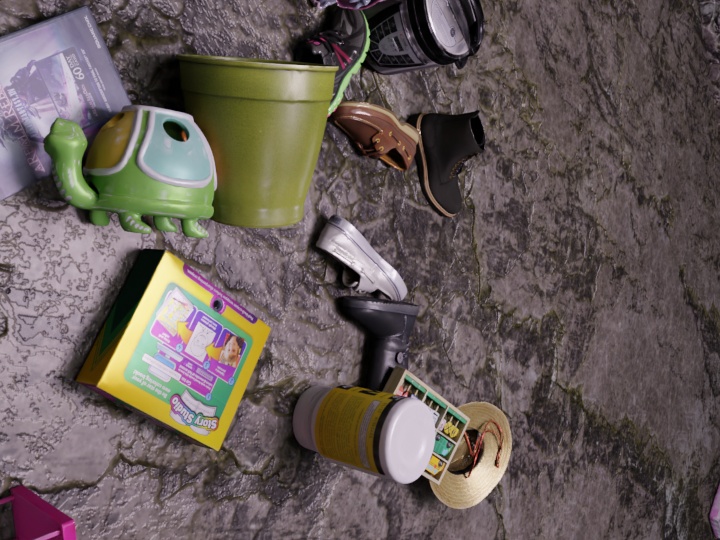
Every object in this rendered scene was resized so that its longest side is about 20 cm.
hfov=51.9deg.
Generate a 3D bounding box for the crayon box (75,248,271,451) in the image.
[{"bbox_3d":[-0.221,0.101,0.912,0.200,0.057,0.176,43,62,-41],"label":"crayon box"}]

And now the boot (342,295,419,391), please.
[{"bbox_3d":[0.023,0.150,1.202,0.162,0.065,0.205,9,92,-42],"label":"boot"}]

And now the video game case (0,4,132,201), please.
[{"bbox_3d":[-0.342,-0.181,0.790,0.200,0.019,0.146,-42,122,-41],"label":"video game case"}]

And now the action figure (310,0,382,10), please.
[{"bbox_3d":[-0.016,-0.456,1.058,0.202,0.145,0.136,-85,162,-56],"label":"action figure"}]

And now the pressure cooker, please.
[{"bbox_3d":[0.095,-0.406,1.150,0.174,0.197,0.184,-5,96,-50],"label":"pressure cooker"}]

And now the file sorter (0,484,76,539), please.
[{"bbox_3d":[-0.352,0.342,0.713,0.124,0.137,0.206,-10,99,-45],"label":"file sorter"}]

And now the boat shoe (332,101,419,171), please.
[{"bbox_3d":[0.027,-0.213,1.176,0.198,0.071,0.069,17,77,-51],"label":"boat shoe"}]

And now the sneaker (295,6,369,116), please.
[{"bbox_3d":[-0.046,-0.318,1.084,0.084,0.075,0.204,42,60,-45],"label":"sneaker"}]

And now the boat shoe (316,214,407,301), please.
[{"bbox_3d":[0.000,0.000,1.163,0.070,0.070,0.200,-53,131,-12],"label":"boat shoe"}]

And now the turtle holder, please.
[{"bbox_3d":[-0.249,-0.112,0.818,0.181,0.141,0.135,6,94,-18],"label":"turtle holder"}]

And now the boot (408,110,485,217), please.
[{"bbox_3d":[0.172,-0.183,1.296,0.078,0.136,0.202,-52,129,-34],"label":"boot"}]

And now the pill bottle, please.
[{"bbox_3d":[0.000,0.228,1.067,0.113,0.197,0.118,-4,95,-48],"label":"pill bottle"}]

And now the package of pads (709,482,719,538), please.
[{"bbox_3d":[1.387,0.900,2.802,0.201,0.074,0.122,-49,128,-36],"label":"package of pads"}]

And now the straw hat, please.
[{"bbox_3d":[0.179,0.328,1.362,0.197,0.084,0.207,-3,96,-31],"label":"straw hat"}]

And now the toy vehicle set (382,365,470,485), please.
[{"bbox_3d":[0.095,0.259,1.221,0.199,0.026,0.126,39,73,-37],"label":"toy vehicle set"}]

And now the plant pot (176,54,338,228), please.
[{"bbox_3d":[-0.129,-0.161,0.924,0.198,0.197,0.198,-14,114,-47],"label":"plant pot"}]
